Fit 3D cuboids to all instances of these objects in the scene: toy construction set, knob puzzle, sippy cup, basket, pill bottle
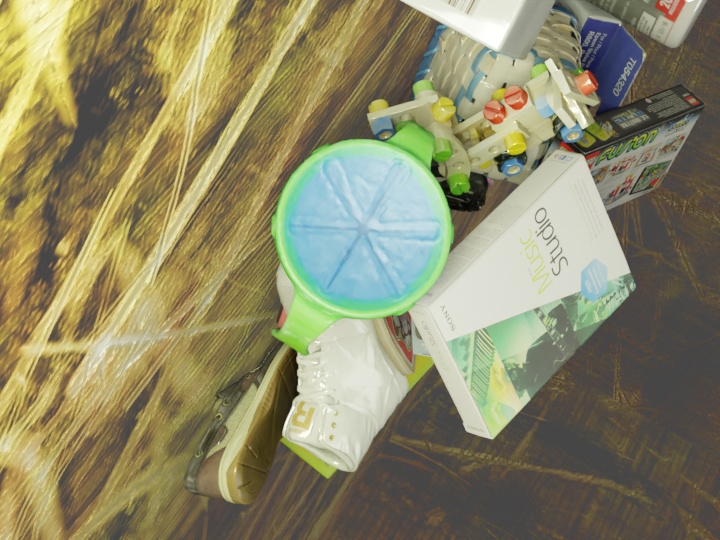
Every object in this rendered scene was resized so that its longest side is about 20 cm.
[{"bbox_3d":[0.117,-0.130,1.490,0.131,0.199,0.093,29,53,-49],"label":"toy construction set"},{"bbox_3d":[0.030,-0.009,1.558,0.220,0.030,0.221,-11,90,-78],"label":"knob puzzle"},{"bbox_3d":[-0.005,-0.026,1.395,0.177,0.141,0.130,-23,178,-8],"label":"sippy cup"},{"bbox_3d":[0.122,-0.183,1.650,0.201,0.138,0.177,-105,-147,-49],"label":"basket"},{"bbox_3d":[0.227,-0.296,1.614,0.114,0.199,0.114,-58,173,-12],"label":"pill bottle"}]

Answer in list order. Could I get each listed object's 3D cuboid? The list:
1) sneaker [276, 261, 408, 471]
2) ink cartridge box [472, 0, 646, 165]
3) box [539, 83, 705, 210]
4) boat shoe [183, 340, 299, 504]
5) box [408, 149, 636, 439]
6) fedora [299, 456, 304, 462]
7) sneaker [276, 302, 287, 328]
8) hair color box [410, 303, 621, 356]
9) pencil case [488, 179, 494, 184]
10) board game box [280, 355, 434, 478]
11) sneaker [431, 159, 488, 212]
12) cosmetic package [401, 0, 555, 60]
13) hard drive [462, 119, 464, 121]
[{"bbox_3d":[-0.031,0.089,1.521,0.116,0.073,0.200,-59,135,-28],"label":"sneaker"},{"bbox_3d":[0.170,-0.194,1.723,0.043,0.201,0.197,-5,136,-32],"label":"ink cartridge box"},{"bbox_3d":[0.235,-0.103,1.679,0.199,0.035,0.110,-22,147,-43],"label":"box"},{"bbox_3d":[-0.098,0.123,1.546,0.200,0.064,0.074,-62,148,-55],"label":"boat shoe"},{"bbox_3d":[0.134,0.019,1.457,0.200,0.036,0.145,-43,124,-23],"label":"box"},{"bbox_3d":[-0.033,0.099,1.844,0.201,0.082,0.201,-57,174,-9],"label":"fedora"},{"bbox_3d":[0.000,0.000,1.653,0.200,0.086,0.074,-55,173,-37],"label":"sneaker"},{"bbox_3d":[0.140,0.025,1.580,0.200,0.098,0.061,-25,117,-49],"label":"hair color box"},{"bbox_3d":[0.161,-0.198,2.043,0.201,0.086,0.083,-60,-156,1],"label":"pencil case"},{"bbox_3d":[-0.004,0.091,1.717,0.200,0.101,0.048,-48,-157,5],"label":"board game box"},{"bbox_3d":[0.074,-0.102,1.737,0.200,0.073,0.080,-156,-97,-73],"label":"sneaker"},{"bbox_3d":[0.089,-0.215,1.360,0.072,0.101,0.200,-62,174,9],"label":"cosmetic package"},{"bbox_3d":[0.048,-0.067,1.939,0.201,0.038,0.140,-63,172,23],"label":"hard drive"}]
